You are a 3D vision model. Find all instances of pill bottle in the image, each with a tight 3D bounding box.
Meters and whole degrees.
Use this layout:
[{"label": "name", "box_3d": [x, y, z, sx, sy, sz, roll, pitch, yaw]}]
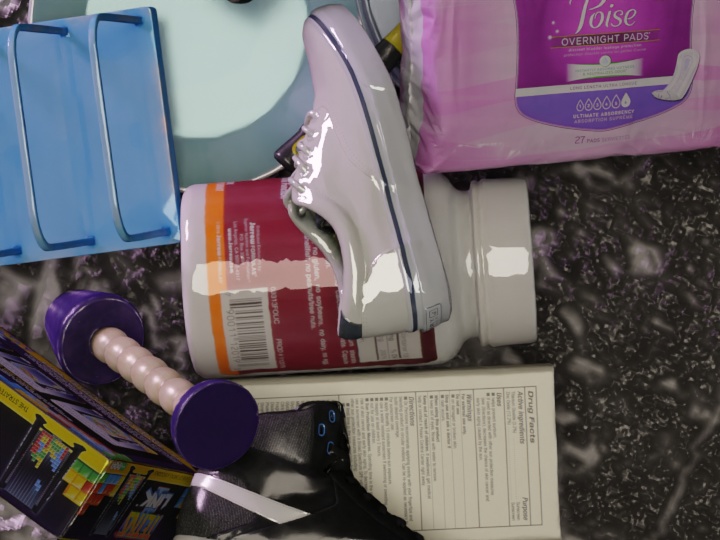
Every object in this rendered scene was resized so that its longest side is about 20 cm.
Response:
[{"label": "pill bottle", "box_3d": [0.000, 0.000, 1.724, 0.199, 0.114, 0.115, -4, 89, 2]}]

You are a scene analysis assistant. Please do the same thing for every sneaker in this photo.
[{"label": "sneaker", "box_3d": [-0.009, -0.056, 1.646, 0.071, 0.073, 0.201, -13, 66, -10]}, {"label": "sneaker", "box_3d": [0.001, 0.133, 1.670, 0.199, 0.073, 0.112, 13, 77, -5]}]

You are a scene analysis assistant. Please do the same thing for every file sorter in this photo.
[{"label": "file sorter", "box_3d": [-0.219, -0.071, 1.710, 0.199, 0.123, 0.139, -7, 91, 12]}]

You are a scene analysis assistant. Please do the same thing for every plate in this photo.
[{"label": "plate", "box_3d": [-0.097, -0.146, 1.773, 0.199, 0.026, 0.201, 0, 90, 1]}]

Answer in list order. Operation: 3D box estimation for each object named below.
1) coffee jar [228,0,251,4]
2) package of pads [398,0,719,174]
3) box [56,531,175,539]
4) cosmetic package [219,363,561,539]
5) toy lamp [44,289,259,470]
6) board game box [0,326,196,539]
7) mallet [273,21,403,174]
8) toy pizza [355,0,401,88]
[{"label": "coffee jar", "box_3d": [-0.035, -0.254, 1.721, 0.200, 0.085, 0.104, -44, 69, -12]}, {"label": "package of pads", "box_3d": [0.117, -0.125, 1.689, 0.199, 0.076, 0.121, -6, 111, -15]}, {"label": "box", "box_3d": [-0.112, 0.228, 1.727, 0.200, 0.036, 0.143, 35, 90, 25]}, {"label": "cosmetic package", "box_3d": [0.016, 0.109, 1.742, 0.199, 0.073, 0.104, -2, 90, 1]}, {"label": "toy lamp", "box_3d": [-0.126, 0.056, 1.694, 0.058, 0.200, 0.058, -9, 110, -26]}, {"label": "board game box", "box_3d": [-0.199, 0.080, 1.679, 0.200, 0.165, 0.057, 34, 92, 19]}, {"label": "mallet", "box_3d": [0.032, -0.128, 1.722, 0.066, 0.041, 0.200, 35, 87, -3]}, {"label": "toy pizza", "box_3d": [0.095, -0.177, 1.764, 0.199, 0.032, 0.201, 0, 90, 0]}]
